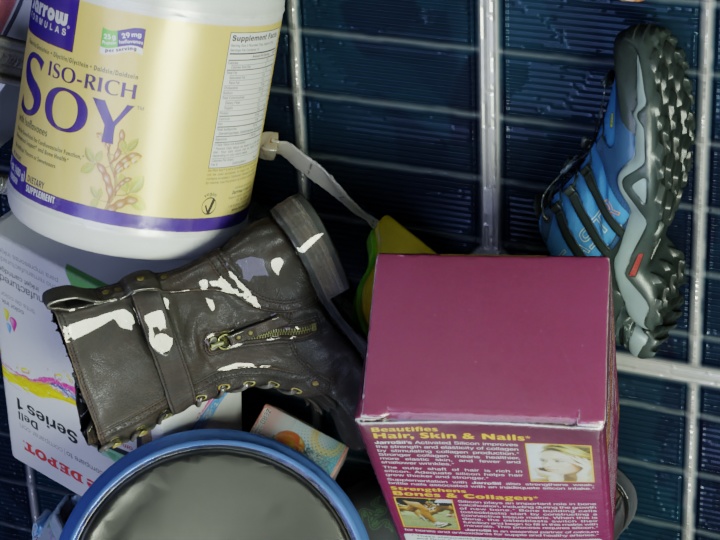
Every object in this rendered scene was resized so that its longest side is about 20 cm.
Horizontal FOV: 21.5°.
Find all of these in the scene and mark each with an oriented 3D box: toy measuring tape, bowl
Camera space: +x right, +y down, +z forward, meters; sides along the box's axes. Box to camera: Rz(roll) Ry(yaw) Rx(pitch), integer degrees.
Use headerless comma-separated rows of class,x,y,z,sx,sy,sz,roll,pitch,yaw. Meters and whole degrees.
toy measuring tape,0.000,0.000,1.152,0.200,0.074,0.074,39,125,3
bowl,-0.089,0.196,1.148,0.201,0.039,0.201,0,85,-5

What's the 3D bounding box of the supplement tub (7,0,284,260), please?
supplement tub,-0.123,-0.120,1.106,0.145,0.145,0.200,17,108,20

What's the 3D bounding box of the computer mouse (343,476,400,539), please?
computer mouse,-0.007,0.221,1.201,0.138,0.053,0.200,16,77,23

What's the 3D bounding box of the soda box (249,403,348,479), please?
soda box,-0.081,0.190,1.216,0.064,0.200,0.068,28,167,4

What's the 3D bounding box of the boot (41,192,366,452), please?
boot,-0.083,0.059,1.107,0.069,0.174,0.200,46,161,57

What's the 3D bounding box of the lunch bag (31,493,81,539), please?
lunch bag,-0.149,0.253,1.328,0.200,0.127,0.170,27,125,1

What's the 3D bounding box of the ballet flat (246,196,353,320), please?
ballet flat,-0.071,0.002,1.203,0.200,0.057,0.066,40,125,5

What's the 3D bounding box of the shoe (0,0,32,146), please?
shoe,-0.232,-0.170,1.201,0.091,0.071,0.200,40,123,11

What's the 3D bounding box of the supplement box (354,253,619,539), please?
supplement box,0.077,0.080,1.062,0.131,0.103,0.200,2,153,9

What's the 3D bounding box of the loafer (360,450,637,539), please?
loafer,0.072,0.123,1.183,0.200,0.063,0.072,20,121,18

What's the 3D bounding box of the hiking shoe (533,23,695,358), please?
hiking shoe,0.136,-0.043,1.061,0.087,0.074,0.200,11,118,22

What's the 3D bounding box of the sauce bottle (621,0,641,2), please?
sauce bottle,0.196,-0.212,0.953,0.200,0.066,0.066,-37,93,36

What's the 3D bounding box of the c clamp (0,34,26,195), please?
c clamp,-0.237,-0.075,1.191,0.171,0.200,0.027,-46,59,18

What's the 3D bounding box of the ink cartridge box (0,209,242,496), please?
ink cartridge box,-0.156,0.059,1.228,0.145,0.084,0.200,25,134,26
